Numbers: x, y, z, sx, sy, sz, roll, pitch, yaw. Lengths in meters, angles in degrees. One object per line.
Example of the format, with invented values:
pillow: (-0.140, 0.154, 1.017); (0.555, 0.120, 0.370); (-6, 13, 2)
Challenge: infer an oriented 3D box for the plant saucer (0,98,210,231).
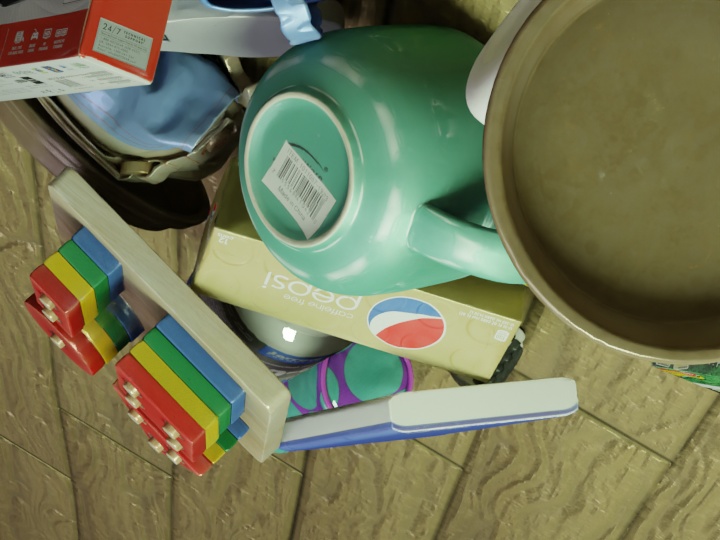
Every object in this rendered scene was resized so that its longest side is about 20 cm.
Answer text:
plant saucer: (-0.185, -0.095, 1.505); (0.200, 0.029, 0.200); (40, -165, -13)

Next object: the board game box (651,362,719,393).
board game box: (0.277, 0.073, 1.313); (0.105, 0.024, 0.200); (24, 171, -34)

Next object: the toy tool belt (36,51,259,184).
toy tool belt: (-0.118, -0.114, 1.397); (0.200, 0.125, 0.123); (34, 163, 15)

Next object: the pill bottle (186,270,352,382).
pill bottle: (-0.052, 0.015, 1.585); (0.114, 0.114, 0.200); (37, 158, -8)

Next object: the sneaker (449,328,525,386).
sneaker: (0.056, 0.018, 1.511); (0.081, 0.075, 0.200); (33, 159, 25)

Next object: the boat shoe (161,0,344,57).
boat shoe: (-0.108, -0.168, 1.327); (0.200, 0.066, 0.072); (0, 166, 9)

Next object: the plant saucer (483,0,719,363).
plant saucer: (0.154, -0.057, 1.049); (0.200, 0.200, 0.029); (38, 178, -11)

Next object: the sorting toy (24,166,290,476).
sorting toy: (-0.142, 0.051, 1.443); (0.200, 0.070, 0.199); (45, 167, 7)

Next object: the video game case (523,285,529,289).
video game case: (0.175, 0.015, 1.310); (0.181, 0.026, 0.200); (11, 170, 43)

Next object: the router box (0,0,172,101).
router box: (-0.166, -0.189, 1.233); (0.049, 0.180, 0.200); (19, 169, -35)

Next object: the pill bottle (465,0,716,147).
pill bottle: (0.159, -0.069, 1.128); (0.200, 0.113, 0.112); (37, 158, -10)

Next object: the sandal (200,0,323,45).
sandal: (-0.068, -0.183, 1.241); (0.200, 0.087, 0.080); (20, 156, 34)

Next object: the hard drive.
hard drive: (0.040, 0.097, 1.472); (0.132, 0.025, 0.200); (-4, 174, -23)

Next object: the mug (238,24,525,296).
mug: (0.015, -0.062, 1.239); (0.185, 0.114, 0.152); (-4, 94, 45)

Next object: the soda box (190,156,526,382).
soda box: (0.000, 0.000, 1.377); (0.200, 0.064, 0.068); (17, 138, -7)

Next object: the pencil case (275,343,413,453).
pencil case: (-0.034, 0.097, 1.768); (0.092, 0.085, 0.200); (54, 155, -8)
